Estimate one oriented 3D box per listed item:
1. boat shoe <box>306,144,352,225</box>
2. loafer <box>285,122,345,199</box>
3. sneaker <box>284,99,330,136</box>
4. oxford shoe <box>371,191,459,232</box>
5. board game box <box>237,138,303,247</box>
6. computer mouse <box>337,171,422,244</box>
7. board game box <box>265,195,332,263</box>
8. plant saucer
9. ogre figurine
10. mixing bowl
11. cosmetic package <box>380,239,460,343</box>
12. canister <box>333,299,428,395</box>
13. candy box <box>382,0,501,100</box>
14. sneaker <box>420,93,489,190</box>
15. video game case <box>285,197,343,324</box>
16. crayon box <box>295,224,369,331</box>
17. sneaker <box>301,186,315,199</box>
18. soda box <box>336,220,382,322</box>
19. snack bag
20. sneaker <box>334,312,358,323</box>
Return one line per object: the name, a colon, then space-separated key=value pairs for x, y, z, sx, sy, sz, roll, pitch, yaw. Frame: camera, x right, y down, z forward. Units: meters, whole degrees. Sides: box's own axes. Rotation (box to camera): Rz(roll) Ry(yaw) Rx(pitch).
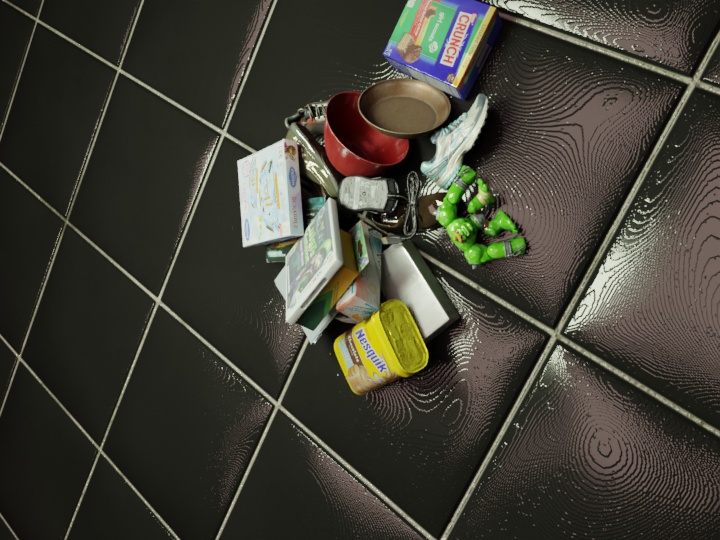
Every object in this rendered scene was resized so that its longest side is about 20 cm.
boat shoe: x=-0.080 y=-0.195 z=1.328 sx=0.074 sy=0.074 sz=0.204 roll=-44 pitch=65 yaw=53
loafer: x=-0.101 y=-0.232 z=1.262 sx=0.069 sy=0.075 sz=0.202 roll=-41 pitch=79 yaw=23
sneaker: x=-0.093 y=-0.358 z=1.328 sx=0.195 sy=0.081 sz=0.080 roll=-17 pitch=80 yaw=27
oxford shoe: x=0.112 y=-0.121 z=1.206 sx=0.195 sy=0.084 sz=0.075 roll=-14 pitch=80 yaw=26
board game box: x=-0.204 y=-0.166 z=1.272 sx=0.196 sy=0.040 sz=0.207 roll=-7 pitch=86 yaw=48
computer mouse: x=0.043 y=-0.126 z=1.181 sx=0.195 sy=0.046 sz=0.145 roll=1 pitch=92 yaw=29
board game box: x=-0.140 y=-0.088 z=1.277 sx=0.196 sy=0.028 sz=0.140 roll=-1 pitch=91 yaw=39
plant saucer: x=0.091 y=-0.335 z=1.198 sx=0.198 sy=0.200 sz=0.037 roll=33 pitch=146 yaw=25
ogre figurine: x=0.231 y=-0.093 z=1.136 sx=0.119 sy=0.098 sz=0.201 roll=-38 pitch=105 yaw=10
mixing bowl: x=-0.003 y=-0.274 z=1.235 sx=0.203 sy=0.196 sz=0.109 roll=60 pitch=142 yaw=16
cosmetic package: x=0.111 y=0.045 z=1.206 sx=0.101 sy=0.071 sz=0.203 roll=-39 pitch=71 yaw=24
canister: x=0.036 y=0.168 z=1.192 sx=0.199 sy=0.085 sz=0.152 roll=-39 pitch=74 yaw=50
candy box: x=0.170 y=-0.482 z=1.191 sx=0.197 sy=0.077 sz=0.172 roll=32 pitch=100 yaw=24
sneaker: x=0.190 y=-0.269 z=1.152 sx=0.085 sy=0.078 sz=0.204 roll=28 pitch=106 yaw=0
video game case: x=-0.099 y=-0.022 z=1.149 sx=0.182 sy=0.023 sz=0.203 roll=-49 pitch=30 yaw=29
crayon box: x=-0.065 y=0.005 z=1.148 sx=0.201 sy=0.051 sz=0.127 roll=-51 pitch=29 yaw=26
sneaker: x=-0.159 y=-0.178 z=1.355 sx=0.197 sy=0.079 sz=0.073 roll=27 pitch=110 yaw=30
soda box: x=0.000 y=0.000 z=1.169 sx=0.063 sy=0.067 sz=0.204 roll=-35 pitch=37 yaw=38
snack bag: x=-0.100 y=0.029 z=1.273 sx=0.190 sy=0.021 sz=0.202 roll=-50 pitch=59 yaw=24
sneaker: x=-0.053 y=0.036 z=1.294 sx=0.197 sy=0.074 sz=0.118 roll=28 pitch=104 yaw=30
